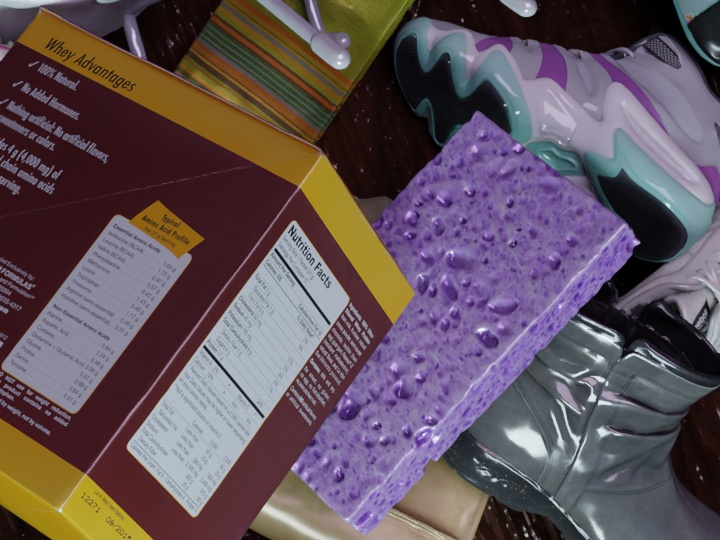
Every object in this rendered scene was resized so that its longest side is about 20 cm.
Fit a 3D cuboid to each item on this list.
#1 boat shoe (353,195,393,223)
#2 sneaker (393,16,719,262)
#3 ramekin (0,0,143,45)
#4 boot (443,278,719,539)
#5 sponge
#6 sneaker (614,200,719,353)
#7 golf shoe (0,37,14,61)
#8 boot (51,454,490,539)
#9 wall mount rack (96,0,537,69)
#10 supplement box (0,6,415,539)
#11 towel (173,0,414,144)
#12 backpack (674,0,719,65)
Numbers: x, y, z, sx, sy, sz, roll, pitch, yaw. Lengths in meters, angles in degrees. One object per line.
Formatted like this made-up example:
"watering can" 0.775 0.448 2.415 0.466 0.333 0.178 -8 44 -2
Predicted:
"boat shoe" 0.000 0.000 1.268 0.199 0.075 0.069 10 56 -11
"sneaker" 0.125 -0.102 1.324 0.199 0.078 0.140 35 53 6
"ramekin" -0.170 -0.212 1.231 0.199 0.098 0.202 4 71 -11
"boot" 0.150 0.091 1.226 0.199 0.132 0.070 29 35 -15
"sponge" 0.031 0.023 1.180 0.200 0.030 0.111 -46 57 -3
"sneaker" 0.187 0.015 1.307 0.200 0.081 0.075 -38 89 -20
"golf shoe" -0.244 -0.080 1.210 0.199 0.075 0.092 10 80 -12
"boot" -0.046 0.131 1.227 0.199 0.066 0.176 26 74 -10
"wall mount rack" -0.021 -0.132 1.156 0.199 0.173 0.075 -20 96 -35
"supplement box" -0.121 0.018 1.137 0.197 0.133 0.200 28 74 33
"towel" -0.021 -0.146 1.265 0.086 0.018 0.201 34 101 -7
"backpack" 0.239 -0.229 1.320 0.175 0.153 0.201 -12 68 -37
